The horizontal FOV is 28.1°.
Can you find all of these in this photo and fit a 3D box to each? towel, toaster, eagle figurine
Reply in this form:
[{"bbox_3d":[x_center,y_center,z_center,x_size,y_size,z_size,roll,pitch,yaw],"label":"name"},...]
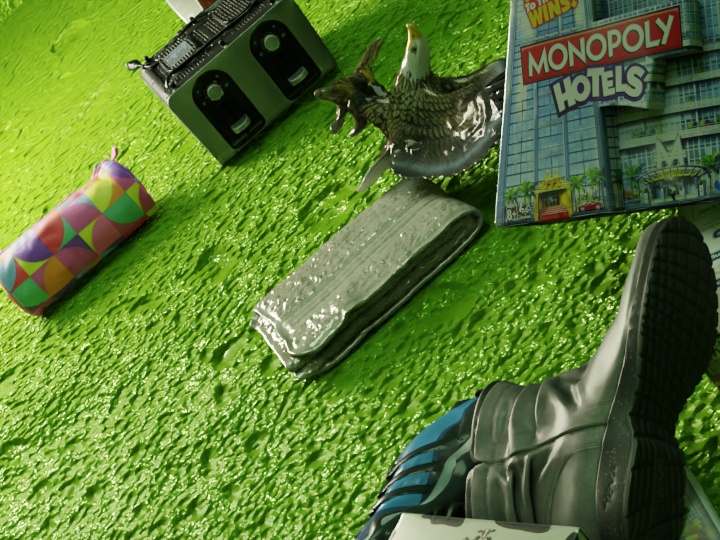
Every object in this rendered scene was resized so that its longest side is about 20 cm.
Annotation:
[{"bbox_3d":[0.000,0.000,1.191,0.200,0.034,0.133,-42,28,-4],"label":"towel"},{"bbox_3d":[-0.145,-0.230,1.618,0.181,0.119,0.200,-41,28,-3],"label":"toaster"},{"bbox_3d":[0.068,-0.140,1.199,0.200,0.151,0.152,11,75,23],"label":"eagle figurine"}]

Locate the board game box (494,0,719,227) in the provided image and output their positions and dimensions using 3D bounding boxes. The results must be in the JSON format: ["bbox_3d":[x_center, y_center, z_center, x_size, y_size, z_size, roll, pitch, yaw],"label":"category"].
[{"bbox_3d":[0.163,-0.136,0.900,0.062,0.200,0.200,-5,-2,-38],"label":"board game box"}]

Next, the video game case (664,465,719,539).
[{"bbox_3d":[0.119,0.211,0.743,0.200,0.023,0.182,-35,28,10],"label":"video game case"}]

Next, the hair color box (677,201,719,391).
[{"bbox_3d":[0.251,-0.020,0.875,0.100,0.061,0.200,-27,30,30],"label":"hair color box"}]

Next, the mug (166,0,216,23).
[{"bbox_3d":[-0.183,-0.436,1.964,0.200,0.134,0.177,-43,29,-12],"label":"mug"}]

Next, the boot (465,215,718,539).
[{"bbox_3d":[0.122,0.064,0.811,0.131,0.070,0.200,-6,59,48],"label":"boot"}]

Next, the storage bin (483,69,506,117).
[{"bbox_3d":[0.205,-0.147,1.026,0.135,0.094,0.200,-40,11,-38],"label":"storage bin"}]

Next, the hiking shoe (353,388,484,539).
[{"bbox_3d":[0.041,0.153,0.887,0.200,0.074,0.087,-41,18,-23],"label":"hiking shoe"}]

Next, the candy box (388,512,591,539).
[{"bbox_3d":[0.037,0.225,0.736,0.136,0.061,0.200,-5,44,49],"label":"candy box"}]

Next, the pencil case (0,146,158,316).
[{"bbox_3d":[-0.318,-0.040,1.595,0.200,0.088,0.088,-44,28,-6],"label":"pencil case"}]
